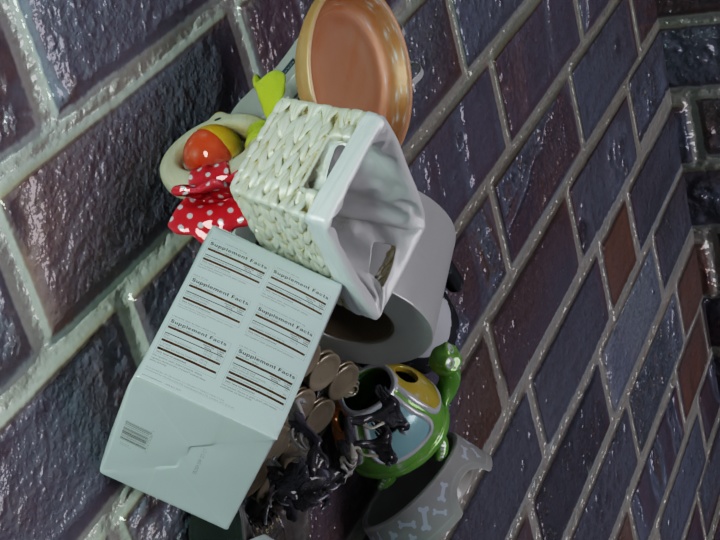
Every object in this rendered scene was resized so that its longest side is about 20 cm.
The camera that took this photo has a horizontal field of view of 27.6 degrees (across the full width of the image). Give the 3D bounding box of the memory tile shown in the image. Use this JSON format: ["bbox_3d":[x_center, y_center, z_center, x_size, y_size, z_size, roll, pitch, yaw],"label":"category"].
[{"bbox_3d":[-0.087,0.173,1.667,0.200,0.017,0.153,-55,149,1],"label":"memory tile"}]

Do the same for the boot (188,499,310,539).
[{"bbox_3d":[-0.115,0.288,1.653,0.174,0.069,0.200,-45,139,-52],"label":"boot"}]

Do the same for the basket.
[{"bbox_3d":[-0.031,-0.063,1.468,0.136,0.123,0.200,-62,152,-21],"label":"basket"}]

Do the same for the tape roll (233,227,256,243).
[{"bbox_3d":[-0.114,-0.005,1.713,0.203,0.037,0.203,3,86,-63],"label":"tape roll"}]

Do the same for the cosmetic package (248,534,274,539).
[{"bbox_3d":[-0.150,0.352,1.492,0.200,0.071,0.102,-11,115,-47],"label":"cosmetic package"}]

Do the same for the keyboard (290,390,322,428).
[{"bbox_3d":[-0.063,0.116,1.794,0.127,0.021,0.200,66,42,-56],"label":"keyboard"}]

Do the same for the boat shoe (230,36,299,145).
[{"bbox_3d":[-0.069,-0.182,1.651,0.093,0.200,0.075,35,15,-34],"label":"boat shoe"}]

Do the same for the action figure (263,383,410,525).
[{"bbox_3d":[-0.046,0.207,1.642,0.200,0.102,0.119,-25,141,-33],"label":"action figure"}]

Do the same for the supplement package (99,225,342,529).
[{"bbox_3d":[-0.138,0.106,1.443,0.191,0.147,0.200,119,-5,-49],"label":"supplement package"}]

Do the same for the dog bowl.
[{"bbox_3d":[0.083,0.295,1.932,0.059,0.200,0.200,46,39,-9],"label":"dog bowl"}]

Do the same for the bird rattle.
[{"bbox_3d":[-0.139,-0.108,1.532,0.200,0.163,0.113,-51,130,-22],"label":"bird rattle"}]

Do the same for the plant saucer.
[{"bbox_3d":[-0.010,-0.208,1.572,0.200,0.037,0.201,9,79,-55],"label":"plant saucer"}]

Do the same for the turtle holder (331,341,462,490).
[{"bbox_3d":[0.049,0.180,1.867,0.132,0.185,0.141,59,22,-45],"label":"turtle holder"}]

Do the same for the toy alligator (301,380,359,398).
[{"bbox_3d":[-0.072,0.115,1.701,0.059,0.054,0.200,-58,148,7],"label":"toy alligator"}]

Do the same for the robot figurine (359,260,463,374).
[{"bbox_3d":[0.060,0.056,1.958,0.200,0.124,0.151,58,40,-49],"label":"robot figurine"}]

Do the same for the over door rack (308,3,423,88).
[{"bbox_3d":[-0.041,-0.270,1.710,0.067,0.200,0.148,-62,144,-29],"label":"over door rack"}]

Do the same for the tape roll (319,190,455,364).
[{"bbox_3d":[0.000,0.000,1.677,0.203,0.202,0.139,54,43,-48],"label":"tape roll"}]
